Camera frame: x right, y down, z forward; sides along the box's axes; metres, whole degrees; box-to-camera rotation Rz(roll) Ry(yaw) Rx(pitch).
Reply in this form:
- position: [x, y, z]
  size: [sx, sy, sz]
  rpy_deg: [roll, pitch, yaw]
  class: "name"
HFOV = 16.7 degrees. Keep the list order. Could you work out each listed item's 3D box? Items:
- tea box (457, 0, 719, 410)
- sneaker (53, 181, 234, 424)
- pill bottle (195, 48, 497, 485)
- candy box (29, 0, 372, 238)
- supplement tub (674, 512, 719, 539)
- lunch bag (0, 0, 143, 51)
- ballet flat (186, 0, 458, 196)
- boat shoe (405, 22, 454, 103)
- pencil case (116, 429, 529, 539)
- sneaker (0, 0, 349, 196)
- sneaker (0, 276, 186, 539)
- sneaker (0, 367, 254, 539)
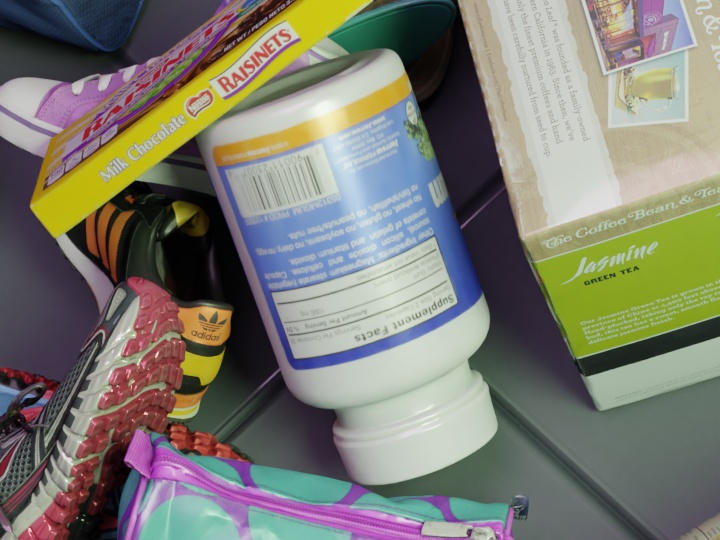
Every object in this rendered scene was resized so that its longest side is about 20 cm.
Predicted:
- position: [0.139, -0.071, 1.224]
  size: [0.133, 0.197, 0.201]
  rpy_deg: [-17, 58, 8]
  class: "tea box"
- position: [-0.110, -0.015, 1.317]
  size: [0.090, 0.070, 0.201]
  rpy_deg: [-55, 39, 31]
  class: "sneaker"
- position: [0.000, 0.000, 1.231]
  size: [0.111, 0.112, 0.201]
  rpy_deg: [-19, 102, 7]
  class: "pill bottle"
- position: [-0.078, -0.098, 1.219]
  size: [0.199, 0.026, 0.102]
  rpy_deg: [-36, 16, 13]
  class: "candy box"
- position: [0.195, 0.173, 1.102]
  size: [0.199, 0.146, 0.146]
  rpy_deg: [-30, 57, -1]
  class: "supplement tub"
- position: [-0.211, -0.227, 1.420]
  size: [0.132, 0.200, 0.137]
  rpy_deg: [14, 72, 27]
  class: "lunch bag"
- position: [-0.035, -0.119, 1.356]
  size: [0.199, 0.070, 0.066]
  rpy_deg: [-32, 52, 20]
  class: "ballet flat"
- position: [0.010, -0.187, 1.406]
  size: [0.071, 0.065, 0.201]
  rpy_deg: [-11, 61, 11]
  class: "boat shoe"
- position: [-0.020, 0.135, 1.191]
  size: [0.198, 0.093, 0.085]
  rpy_deg: [11, 47, -1]
  class: "pencil case"
- position: [-0.098, -0.104, 1.308]
  size: [0.199, 0.073, 0.115]
  rpy_deg: [11, 106, 6]
  class: "sneaker"
- position: [-0.156, 0.089, 1.217]
  size: [0.075, 0.081, 0.201]
  rpy_deg: [36, 103, 19]
  class: "sneaker"
- position: [-0.135, 0.119, 1.293]
  size: [0.199, 0.079, 0.096]
  rpy_deg: [18, 93, 22]
  class: "sneaker"
